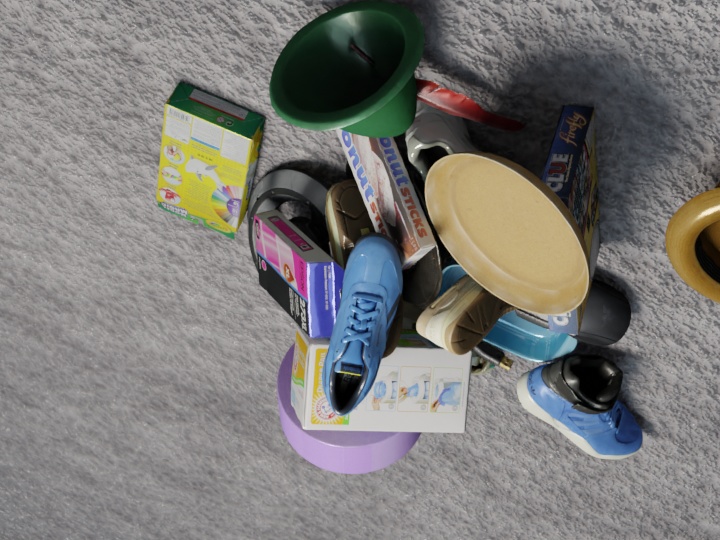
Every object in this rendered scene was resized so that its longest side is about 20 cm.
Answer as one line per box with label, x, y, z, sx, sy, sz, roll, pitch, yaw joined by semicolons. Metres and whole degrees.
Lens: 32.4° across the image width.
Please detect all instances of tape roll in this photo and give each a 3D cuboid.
tape roll;-0.010;0.162;1.621;0.197;0.202;0.066;15;142;13

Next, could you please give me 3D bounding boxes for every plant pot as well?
plant pot;0.149;-0.041;1.231;0.199;0.027;0.201;33;151;21

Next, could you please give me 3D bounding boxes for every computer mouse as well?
computer mouse;0.209;0.056;1.428;0.197;0.142;0.046;25;179;0

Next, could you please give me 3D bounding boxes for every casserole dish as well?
casserole dish;0.174;0.042;1.511;0.197;0.039;0.122;24;142;1

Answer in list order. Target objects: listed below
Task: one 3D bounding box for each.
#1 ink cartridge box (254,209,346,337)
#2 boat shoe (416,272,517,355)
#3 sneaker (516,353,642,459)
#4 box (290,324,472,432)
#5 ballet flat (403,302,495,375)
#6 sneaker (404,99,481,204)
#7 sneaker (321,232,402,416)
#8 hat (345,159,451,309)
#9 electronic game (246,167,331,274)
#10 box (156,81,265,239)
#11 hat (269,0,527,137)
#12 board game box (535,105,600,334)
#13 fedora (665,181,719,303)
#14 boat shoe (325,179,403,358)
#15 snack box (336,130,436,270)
ink cartridge box;-0.068;0.009;1.423;0.200;0.037;0.096;38;136;53
boat shoe;0.142;0.016;1.370;0.064;0.199;0.073;20;139;41
sneaker;0.302;0.169;1.542;0.198;0.078;0.111;32;144;-20
box;0.021;0.128;1.478;0.196;0.103;0.112;3;-171;-13
ballet flat;0.081;0.088;1.590;0.197;0.070;0.070;17;142;6
sneaker;0.116;-0.089;1.334;0.199;0.100;0.078;38;127;-16
sneaker;0.003;0.062;1.313;0.065;0.079;0.203;13;114;-2
hat;0.061;-0.059;1.403;0.201;0.080;0.203;46;148;41
electronic game;-0.068;-0.027;1.510;0.198;0.041;0.203;22;124;36
box;-0.186;-0.126;1.513;0.116;0.049;0.201;23;140;3
hat;0.027;-0.158;1.278;0.198;0.167;0.176;16;156;37
board game box;0.220;-0.051;1.297;0.034;0.137;0.202;6;138;19
fedora;0.409;-0.038;1.250;0.197;0.083;0.202;12;142;9
boat shoe;0.000;0.000;1.405;0.070;0.204;0.076;-8;179;-22
snack box;0.021;-0.104;1.334;0.072;0.024;0.203;-41;68;58
